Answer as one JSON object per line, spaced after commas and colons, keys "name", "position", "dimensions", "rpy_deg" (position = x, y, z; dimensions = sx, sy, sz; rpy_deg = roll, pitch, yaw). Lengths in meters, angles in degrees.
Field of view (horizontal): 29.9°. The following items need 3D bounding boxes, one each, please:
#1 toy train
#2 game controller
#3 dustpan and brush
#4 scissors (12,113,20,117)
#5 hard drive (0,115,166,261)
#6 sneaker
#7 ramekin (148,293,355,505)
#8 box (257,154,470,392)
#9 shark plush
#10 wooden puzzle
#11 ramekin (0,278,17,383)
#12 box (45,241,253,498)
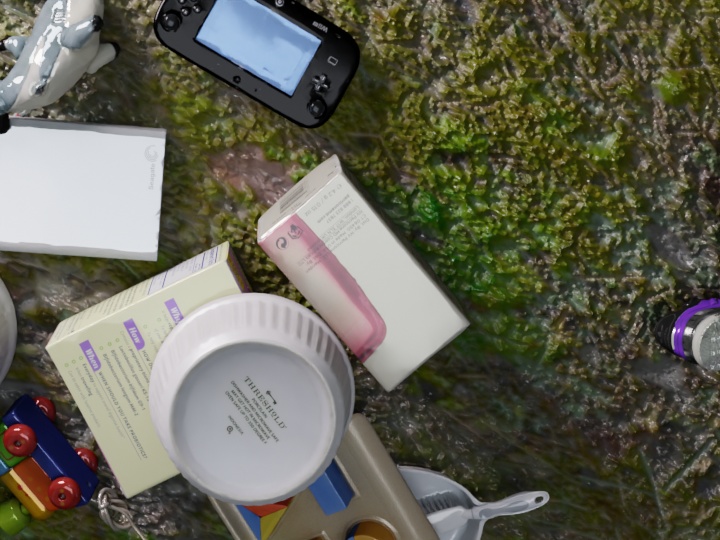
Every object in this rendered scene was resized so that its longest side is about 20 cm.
{"name": "toy train", "position": [-0.324, 0.237, 1.392], "dimensions": [0.115, 0.085, 0.201], "rpy_deg": [-34, 103, 14]}
{"name": "game controller", "position": [-0.101, -0.226, 1.326], "dimensions": [0.199, 0.042, 0.105], "rpy_deg": [29, 98, -11]}
{"name": "dustpan and brush", "position": [0.101, 0.259, 1.436], "dimensions": [0.198, 0.057, 0.141], "rpy_deg": [-17, 103, -1]}
{"name": "scissors", "position": [-0.323, -0.118, 1.345], "dimensions": [0.199, 0.014, 0.073], "rpy_deg": [37, 97, -10]}
{"name": "hard drive", "position": [-0.297, -0.082, 1.339], "dimensions": [0.198, 0.027, 0.133], "rpy_deg": [4, 101, -11]}
{"name": "sneaker", "position": [0.387, 0.053, 1.408], "dimensions": [0.199, 0.099, 0.070], "rpy_deg": [-6, 100, -35]}
{"name": "ramekin", "position": [-0.103, 0.128, 1.276], "dimensions": [0.200, 0.094, 0.204], "rpy_deg": [-1, 103, -4]}
{"name": "box", "position": [0.000, 0.000, 1.339], "dimensions": [0.109, 0.128, 0.200], "rpy_deg": [-39, 102, 5]}
{"name": "shark plush", "position": [-0.316, -0.199, 1.304], "dimensions": [0.083, 0.091, 0.200], "rpy_deg": [44, 97, 7]}
{"name": "wooden puzzle", "position": [-0.041, 0.265, 1.409], "dimensions": [0.199, 0.046, 0.186], "rpy_deg": [-26, 103, 20]}
{"name": "ramekin", "position": [-0.447, 0.069, 1.333], "dimensions": [0.198, 0.098, 0.202], "rpy_deg": [-1, 103, -4]}
{"name": "box", "position": [-0.184, 0.098, 1.361], "dimensions": [0.199, 0.097, 0.177], "rpy_deg": [-26, 103, 2]}
